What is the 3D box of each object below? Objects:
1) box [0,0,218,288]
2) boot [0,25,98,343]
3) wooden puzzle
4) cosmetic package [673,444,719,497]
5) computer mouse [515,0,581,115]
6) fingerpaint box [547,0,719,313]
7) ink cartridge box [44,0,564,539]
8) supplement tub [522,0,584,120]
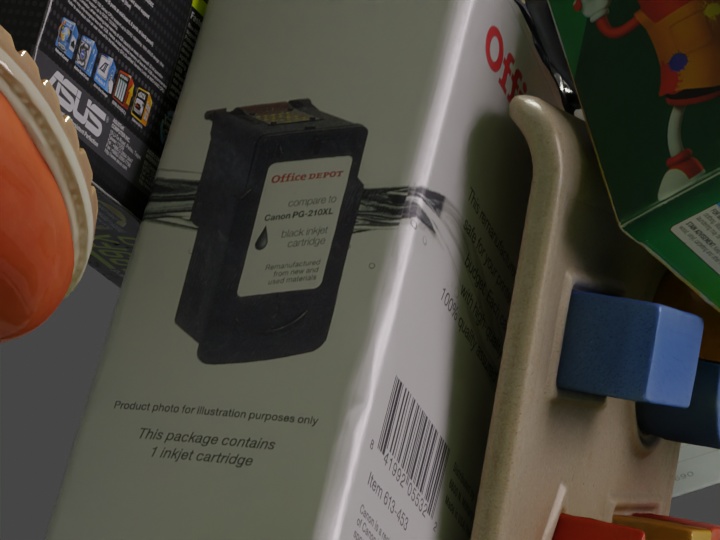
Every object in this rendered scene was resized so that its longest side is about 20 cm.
[{"bbox_3d":[-0.052,-0.081,0.798,0.200,0.044,0.161,42,57,-61],"label":"box"},{"bbox_3d":[-0.123,-0.019,0.550,0.200,0.075,0.108,44,35,-47],"label":"boot"},{"bbox_3d":[0.078,0.060,0.798,0.185,0.046,0.202,13,82,-69],"label":"wooden puzzle"},{"bbox_3d":[0.133,-0.018,1.299,0.166,0.164,0.200,-94,160,-44],"label":"cosmetic package"},{"bbox_3d":[0.020,-0.067,0.962,0.053,0.199,0.139,-55,137,-27],"label":"computer mouse"},{"bbox_3d":[0.130,-0.058,0.827,0.200,0.073,0.168,36,32,-50],"label":"fingerpaint box"},{"bbox_3d":[-0.003,0.030,0.767,0.145,0.084,0.201,57,42,-54],"label":"ink cartridge box"},{"bbox_3d":[0.086,-0.113,1.156,0.145,0.144,0.201,60,44,-40],"label":"supplement tub"}]
